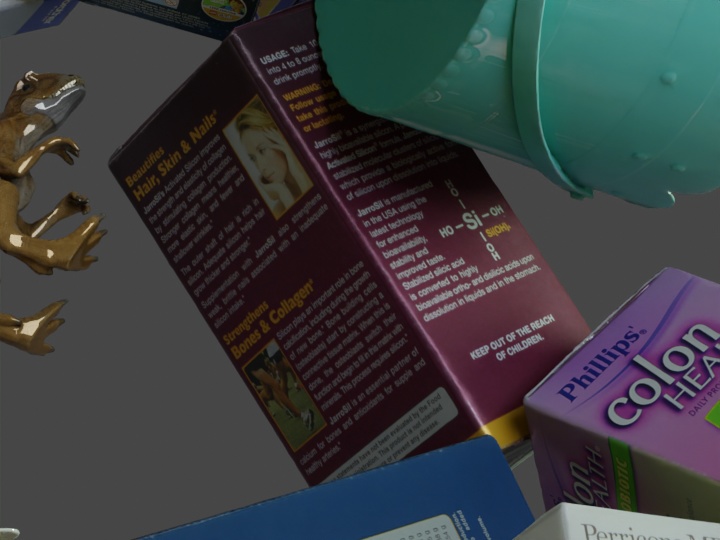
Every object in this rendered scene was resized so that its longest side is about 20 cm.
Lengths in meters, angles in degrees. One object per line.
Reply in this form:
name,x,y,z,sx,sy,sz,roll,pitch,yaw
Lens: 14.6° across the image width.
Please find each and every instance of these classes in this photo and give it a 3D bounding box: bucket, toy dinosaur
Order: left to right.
toy dinosaur,-0.163,-0.011,1.095,0.106,0.060,0.200,30,39,17
bucket,0.080,-0.133,1.089,0.135,0.207,0.207,10,57,-26

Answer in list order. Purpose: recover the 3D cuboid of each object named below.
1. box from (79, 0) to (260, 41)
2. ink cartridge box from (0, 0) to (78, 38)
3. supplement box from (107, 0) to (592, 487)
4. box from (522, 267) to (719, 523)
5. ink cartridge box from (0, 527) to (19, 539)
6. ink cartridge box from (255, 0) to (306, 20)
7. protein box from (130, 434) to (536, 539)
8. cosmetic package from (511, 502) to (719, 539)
box,-0.093,-0.198,1.181,0.137,0.038,0.200,15,56,-7
ink cartridge box,-0.195,-0.146,1.156,0.200,0.042,0.119,-18,75,-38
supplement box,0.000,0.000,1.151,0.086,0.110,0.200,-23,77,-43
box,0.180,0.119,1.081,0.097,0.200,0.176,-41,134,-31
ink cartridge box,-0.212,0.139,0.911,0.200,0.117,0.067,-2,65,-35
ink cartridge box,0.004,-0.181,1.291,0.200,0.076,0.136,-5,65,-38
protein box,-0.018,0.191,1.001,0.200,0.135,0.199,-13,71,-39
cosmetic package,0.106,0.186,0.943,0.113,0.081,0.200,8,59,-31
